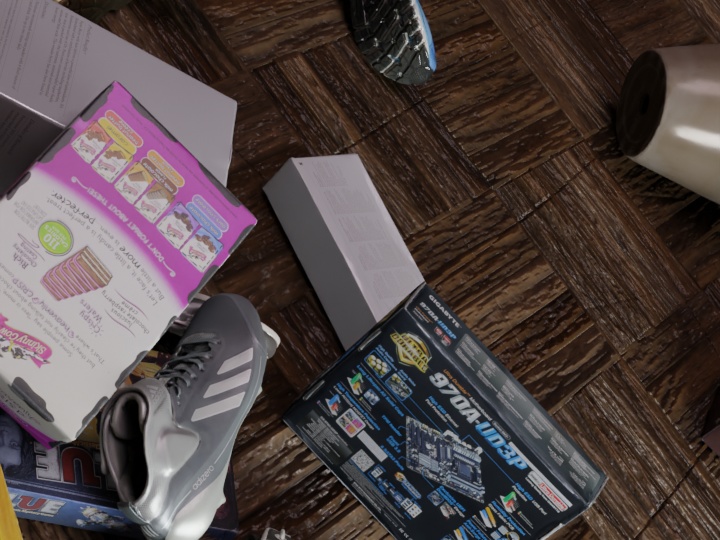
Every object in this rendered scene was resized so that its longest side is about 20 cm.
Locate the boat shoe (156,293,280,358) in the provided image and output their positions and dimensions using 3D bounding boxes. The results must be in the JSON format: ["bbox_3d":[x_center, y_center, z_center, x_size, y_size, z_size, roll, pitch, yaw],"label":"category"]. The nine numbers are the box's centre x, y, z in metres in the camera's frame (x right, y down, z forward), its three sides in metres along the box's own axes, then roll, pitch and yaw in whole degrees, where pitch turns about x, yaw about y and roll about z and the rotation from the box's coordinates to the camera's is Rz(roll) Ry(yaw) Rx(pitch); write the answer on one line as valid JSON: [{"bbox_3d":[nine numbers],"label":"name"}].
[{"bbox_3d":[-0.154,0.036,1.226,0.199,0.067,0.057,25,68,-20],"label":"boat shoe"}]

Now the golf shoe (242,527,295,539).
[{"bbox_3d":[-0.038,0.213,1.158,0.199,0.077,0.089,-2,65,-44],"label":"golf shoe"}]

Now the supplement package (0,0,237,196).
[{"bbox_3d":[-0.206,-0.094,1.232,0.199,0.120,0.122,28,41,-23],"label":"supplement package"}]

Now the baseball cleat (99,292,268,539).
[{"bbox_3d":[-0.115,0.081,1.125,0.107,0.069,0.201,52,35,-43],"label":"baseball cleat"}]

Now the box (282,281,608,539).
[{"bbox_3d":[0.060,0.131,1.262,0.200,0.159,0.046,46,37,-1],"label":"box"}]

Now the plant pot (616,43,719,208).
[{"bbox_3d":[0.376,-0.163,1.812,0.172,0.201,0.201,9,50,-18],"label":"plant pot"}]

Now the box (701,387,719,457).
[{"bbox_3d":[0.430,0.185,1.641,0.200,0.075,0.100,42,39,-4],"label":"box"}]

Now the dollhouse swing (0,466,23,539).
[{"bbox_3d":[-0.316,0.166,0.920,0.200,0.174,0.183,-52,138,-52],"label":"dollhouse swing"}]

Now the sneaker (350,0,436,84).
[{"bbox_3d":[0.036,-0.268,1.651,0.089,0.078,0.201,6,54,-44],"label":"sneaker"}]

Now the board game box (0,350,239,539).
[{"bbox_3d":[-0.179,0.109,1.153,0.199,0.035,0.136,17,48,-34],"label":"board game box"}]

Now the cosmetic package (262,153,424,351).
[{"bbox_3d":[0.000,0.000,1.405,0.082,0.051,0.201,-5,62,-48],"label":"cosmetic package"}]

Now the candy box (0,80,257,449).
[{"bbox_3d":[-0.181,-0.004,1.103,0.136,0.061,0.200,45,63,-11],"label":"candy box"}]

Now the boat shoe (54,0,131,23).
[{"bbox_3d":[-0.228,-0.241,1.385,0.067,0.072,0.200,40,32,-2],"label":"boat shoe"}]
